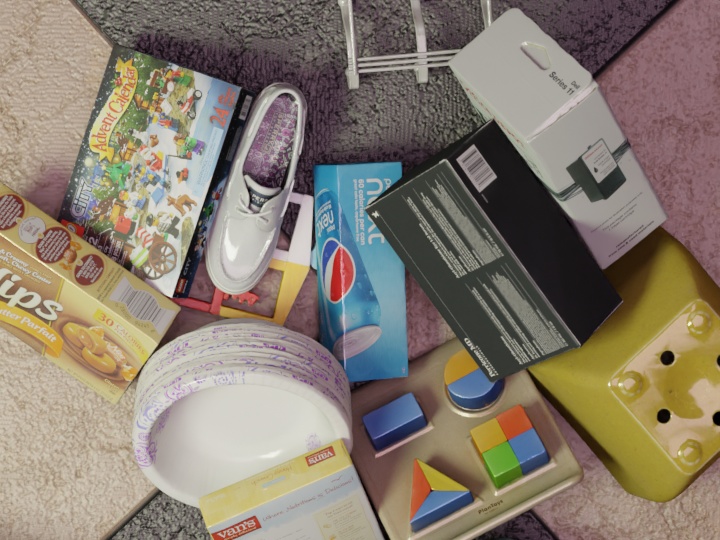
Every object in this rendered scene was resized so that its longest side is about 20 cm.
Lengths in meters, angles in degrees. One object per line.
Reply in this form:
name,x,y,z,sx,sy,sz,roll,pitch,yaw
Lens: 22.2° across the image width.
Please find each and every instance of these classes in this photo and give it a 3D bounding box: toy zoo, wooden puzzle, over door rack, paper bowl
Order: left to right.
toy zoo,-0.126,-0.023,1.728,0.198,0.020,0.132,15,92,-6
paper bowl,-0.107,0.123,1.672,0.198,0.105,0.202,-1,135,-1
over door rack,0.052,-0.274,1.693,0.146,0.067,0.202,-6,115,-5
wooden puzzle,0.083,0.151,1.688,0.184,0.046,0.201,-27,55,-2

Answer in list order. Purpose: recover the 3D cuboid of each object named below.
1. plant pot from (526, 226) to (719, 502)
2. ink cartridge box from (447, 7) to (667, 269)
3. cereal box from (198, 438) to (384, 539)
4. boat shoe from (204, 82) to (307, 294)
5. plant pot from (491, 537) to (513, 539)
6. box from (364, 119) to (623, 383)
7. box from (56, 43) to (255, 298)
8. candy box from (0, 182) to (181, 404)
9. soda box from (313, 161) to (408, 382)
plant pot,0.281,0.093,1.683,0.194,0.200,0.196,-42,96,-1
ink cartridge box,0.177,-0.117,1.638,0.083,0.147,0.200,-38,136,-1
cereal box,-0.053,0.249,1.688,0.143,0.040,0.201,-22,136,-3
boat shoe,-0.092,-0.074,1.682,0.071,0.069,0.202,23,91,-6
plant pot,0.113,0.333,1.705,0.134,0.200,0.202,-31,97,-28
box,0.117,-0.014,1.630,0.079,0.141,0.201,-40,97,-37
box,-0.193,-0.091,1.682,0.136,0.038,0.202,19,94,17
candy box,-0.274,0.023,1.669,0.199,0.055,0.116,36,136,-4
soda box,0.000,0.000,1.712,0.067,0.064,0.202,-4,94,-23
